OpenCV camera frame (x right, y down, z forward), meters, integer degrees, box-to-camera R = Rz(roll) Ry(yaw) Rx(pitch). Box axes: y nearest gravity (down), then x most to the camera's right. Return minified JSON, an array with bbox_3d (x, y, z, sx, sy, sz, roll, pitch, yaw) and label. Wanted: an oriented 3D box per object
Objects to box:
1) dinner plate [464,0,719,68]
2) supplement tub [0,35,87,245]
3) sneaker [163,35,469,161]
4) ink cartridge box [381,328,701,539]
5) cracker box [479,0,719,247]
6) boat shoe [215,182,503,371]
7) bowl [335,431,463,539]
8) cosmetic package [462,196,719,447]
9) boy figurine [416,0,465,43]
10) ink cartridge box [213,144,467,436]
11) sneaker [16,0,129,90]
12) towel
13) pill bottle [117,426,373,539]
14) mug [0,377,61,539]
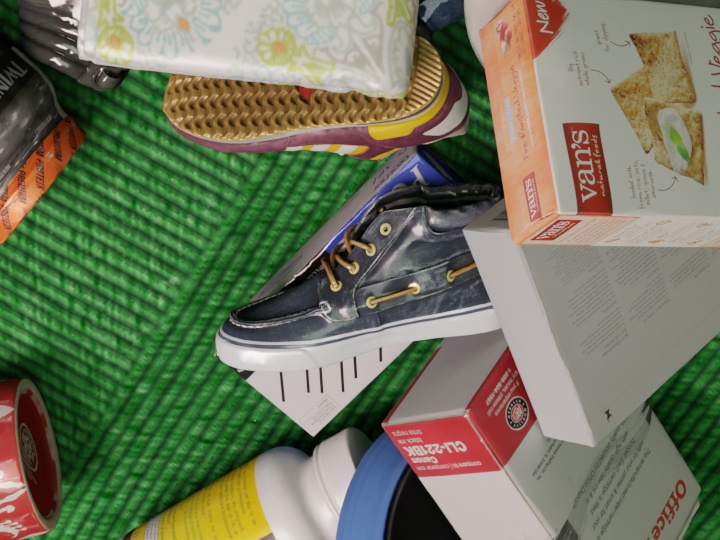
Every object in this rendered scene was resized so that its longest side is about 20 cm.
[{"bbox_3d":[0.158,-0.177,0.876,0.199,0.024,0.201,-13,136,-12],"label":"dinner plate"},{"bbox_3d":[-0.277,-0.111,0.906,0.200,0.123,0.123,39,108,-14],"label":"supplement tub"},{"bbox_3d":[-0.029,-0.100,0.934,0.199,0.090,0.076,3,74,24],"label":"sneaker"},{"bbox_3d":[0.127,0.126,0.976,0.083,0.144,0.201,-15,117,47],"label":"ink cartridge box"},{"bbox_3d":[0.175,-0.085,0.853,0.199,0.058,0.135,0,73,-24],"label":"cracker box"},{"bbox_3d":[0.000,0.000,0.930,0.199,0.071,0.092,-11,114,-4],"label":"boat shoe"},{"bbox_3d":[0.069,0.196,0.993,0.039,0.201,0.201,-13,117,46],"label":"bowl"},{"bbox_3d":[0.169,-0.010,0.917,0.200,0.052,0.152,-35,112,-30],"label":"cosmetic package"},{"bbox_3d":[0.099,-0.214,0.881,0.199,0.065,0.124,-32,143,11],"label":"boy figurine"},{"bbox_3d":[0.001,0.012,0.993,0.094,0.044,0.200,40,107,-16],"label":"ink cartridge box"},{"bbox_3d":[-0.125,-0.159,0.916,0.198,0.071,0.100,12,115,1],"label":"sneaker"},{"bbox_3d":[-0.062,-0.194,0.843,0.198,0.048,0.173,6,91,3],"label":"towel"},{"bbox_3d":[-0.070,0.193,1.033,0.199,0.111,0.112,-32,108,13],"label":"pill bottle"},{"bbox_3d":[-0.316,0.150,1.033,0.198,0.178,0.134,-12,75,1],"label":"mug"}]
